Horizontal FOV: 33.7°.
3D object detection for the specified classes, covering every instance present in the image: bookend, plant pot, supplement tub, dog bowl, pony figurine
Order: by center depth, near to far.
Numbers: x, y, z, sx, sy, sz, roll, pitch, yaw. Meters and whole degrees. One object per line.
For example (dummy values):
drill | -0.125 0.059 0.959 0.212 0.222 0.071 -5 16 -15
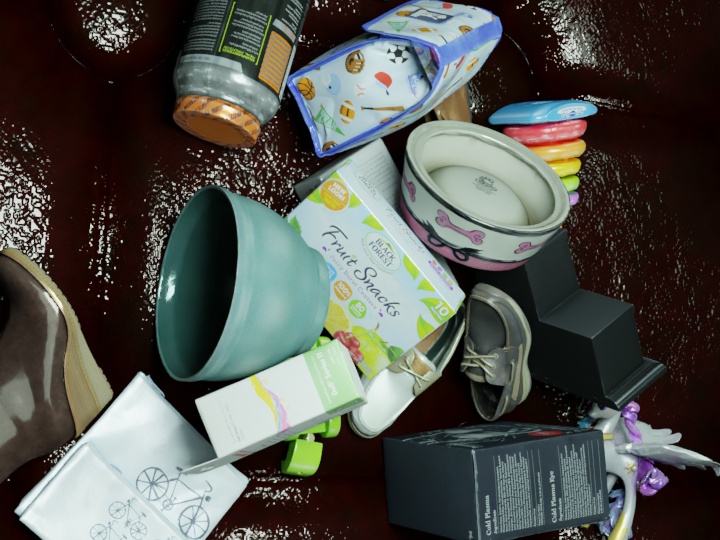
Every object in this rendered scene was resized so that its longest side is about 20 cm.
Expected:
plant pot | -0.115 0.024 1.247 0.133 0.200 0.203 12 79 -31
supplement tub | -0.132 -0.245 1.304 0.122 0.122 0.202 23 74 -25
dog bowl | 0.132 -0.081 1.338 0.198 0.074 0.201 15 37 -11
bookend | 0.240 0.035 1.407 0.092 0.198 0.202 -33 120 -26
pony figurine | 0.334 0.240 1.511 0.191 0.166 0.202 24 90 -17

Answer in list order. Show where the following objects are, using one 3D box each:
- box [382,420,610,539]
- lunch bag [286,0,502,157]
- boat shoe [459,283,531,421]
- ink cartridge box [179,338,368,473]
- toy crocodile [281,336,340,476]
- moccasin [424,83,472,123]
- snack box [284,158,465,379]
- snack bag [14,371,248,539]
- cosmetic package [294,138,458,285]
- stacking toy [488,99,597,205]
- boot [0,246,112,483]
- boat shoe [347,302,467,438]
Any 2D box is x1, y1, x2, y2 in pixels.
box | 0.152 0.238 1.367 0.180 0.199 0.106 -4 89 -29
lunch bag | 0.045 -0.227 1.329 0.170 0.199 0.125 -37 105 -51
boat shoe | 0.159 0.104 1.412 0.073 0.074 0.201 -49 138 -33
ink cartridge box | -0.097 0.144 1.241 0.198 0.117 0.068 -23 80 0
toy crocodile | -0.069 0.130 1.343 0.067 0.062 0.203 -2 81 -28
moccasin | 0.108 -0.141 1.455 0.077 0.074 0.204 -11 94 -15
snack box | 0.000 0.000 1.320 0.200 0.142 0.053 49 28 -3
snack bag | -0.231 0.241 1.259 0.189 0.021 0.200 48 66 -16
cosmetic package | 0.019 -0.040 1.395 0.101 0.071 0.201 -33 101 -28
stacking toy | 0.239 -0.113 1.518 0.115 0.109 0.203 -11 101 -31
boot | -0.353 0.098 1.176 0.166 0.072 0.201 -35 105 -29
boat shoe | 0.056 0.108 1.402 0.075 0.068 0.201 41 68 -19
